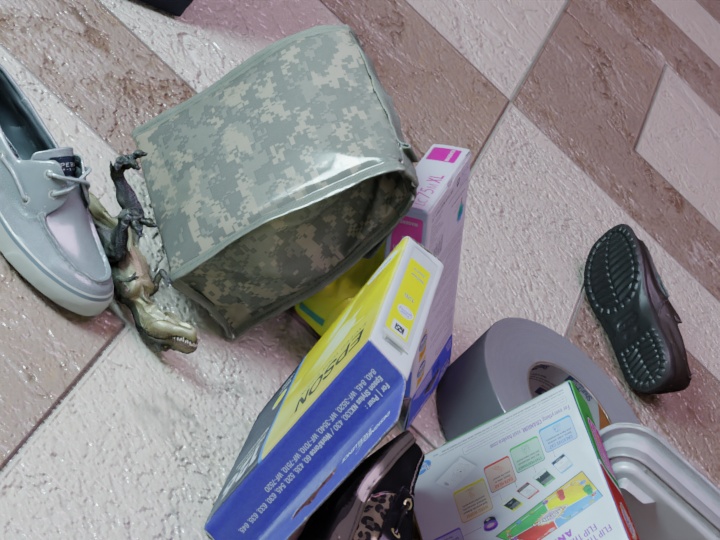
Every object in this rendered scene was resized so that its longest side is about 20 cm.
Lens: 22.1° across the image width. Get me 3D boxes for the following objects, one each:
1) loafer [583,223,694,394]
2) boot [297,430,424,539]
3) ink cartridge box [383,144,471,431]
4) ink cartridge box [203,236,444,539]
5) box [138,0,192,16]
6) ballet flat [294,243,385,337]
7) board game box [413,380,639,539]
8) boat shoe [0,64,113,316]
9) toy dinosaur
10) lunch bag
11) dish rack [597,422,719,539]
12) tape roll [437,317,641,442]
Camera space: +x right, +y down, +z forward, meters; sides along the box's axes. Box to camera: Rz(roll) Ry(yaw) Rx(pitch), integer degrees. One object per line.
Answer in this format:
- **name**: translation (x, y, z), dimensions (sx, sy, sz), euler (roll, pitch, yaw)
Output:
- **loafer**: translation (0.281, 0.045, 1.852), dimensions (0.071, 0.073, 0.202), euler (26, 42, -41)
- **boot**: translation (0.032, 0.217, 1.290), dimensions (0.154, 0.073, 0.204), euler (46, 32, -5)
- **ink cartridge box**: translation (0.048, 0.014, 1.481), dimensions (0.041, 0.202, 0.119), euler (11, 29, 16)
- **ink cartridge box**: translation (-0.028, 0.097, 1.228), dimensions (0.047, 0.198, 0.200), euler (38, 28, -6)
- **box**: translation (-0.172, -0.374, 1.640), dimensions (0.117, 0.200, 0.198), euler (15, 40, -44)
- **ballet flat**: translation (0.000, 0.000, 1.502), dimensions (0.066, 0.067, 0.200), euler (25, 28, 10)
- **board game box**: translation (0.123, 0.198, 1.345), dimensions (0.040, 0.152, 0.201), euler (49, 19, -47)
- **boat shoe**: translation (-0.229, -0.063, 1.296), dimensions (0.202, 0.071, 0.070), euler (54, 29, 11)
- **toy dinosaur**: translation (-0.172, -0.032, 1.327), dimensions (0.047, 0.088, 0.201), euler (-14, 59, -30)
- **lunch bag**: translation (-0.055, -0.075, 1.395), dimensions (0.118, 0.199, 0.165), euler (45, 19, -49)
- **dish rack**: translation (0.220, 0.220, 1.435), dimensions (0.200, 0.171, 0.044), euler (40, 41, -13)
- **tape roll**: translation (0.159, 0.139, 1.563), dimensions (0.199, 0.066, 0.201), euler (32, 32, -23)
